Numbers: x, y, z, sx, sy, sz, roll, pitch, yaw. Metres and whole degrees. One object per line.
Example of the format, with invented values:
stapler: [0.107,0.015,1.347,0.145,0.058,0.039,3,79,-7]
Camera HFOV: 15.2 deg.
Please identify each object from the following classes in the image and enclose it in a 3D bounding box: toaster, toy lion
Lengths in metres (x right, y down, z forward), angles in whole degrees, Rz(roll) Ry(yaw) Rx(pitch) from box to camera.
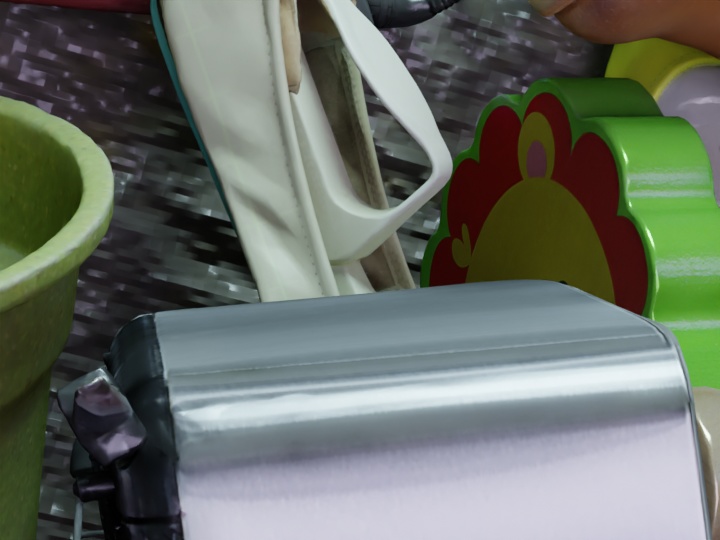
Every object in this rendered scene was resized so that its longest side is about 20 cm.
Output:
toaster: [0.006,0.096,0.569,0.118,0.200,0.182,-8,94,-5]
toy lion: [0.062,0.058,0.717,0.068,0.192,0.201,-2,119,-24]

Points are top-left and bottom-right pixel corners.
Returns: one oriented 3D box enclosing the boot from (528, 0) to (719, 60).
boot: [0.142,-0.054,0.759,0.200,0.074,0.155,-25,85,-47]

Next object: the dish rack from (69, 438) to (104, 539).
dish rack: [-0.026,0.139,0.732,0.153,0.054,0.201,27,59,-51]

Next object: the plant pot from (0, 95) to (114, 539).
plant pot: [-0.156,0.067,0.676,0.199,0.200,0.185,-9,112,-19]

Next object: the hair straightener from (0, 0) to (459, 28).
hair straightener: [-0.050,-0.107,0.754,0.199,0.041,0.077,5,97,-21]

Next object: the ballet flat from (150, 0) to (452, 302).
ballet flat: [0.000,0.000,0.710,0.069,0.069,0.201,-18,86,-17]

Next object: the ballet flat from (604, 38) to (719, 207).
ballet flat: [0.100,0.003,0.788,0.066,0.067,0.201,15,78,-17]
